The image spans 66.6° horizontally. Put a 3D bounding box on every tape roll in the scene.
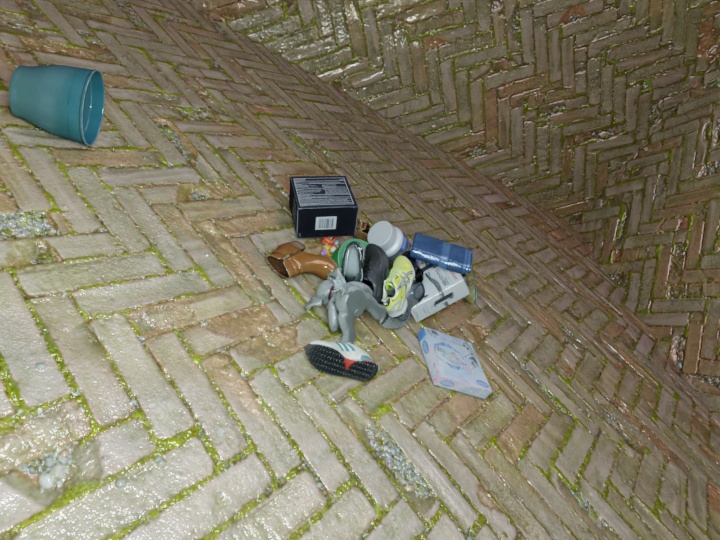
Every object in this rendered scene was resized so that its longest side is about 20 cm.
[{"bbox_3d":[0.000,0.000,1.699,0.199,0.048,0.202,21,53,-30],"label":"tape roll"}]

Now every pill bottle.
[{"bbox_3d":[0.113,-0.077,1.835,0.200,0.114,0.114,38,17,-48],"label":"pill bottle"}]

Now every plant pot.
[{"bbox_3d":[-0.802,-0.448,1.446,0.186,0.201,0.201,9,34,-14],"label":"plant pot"}]

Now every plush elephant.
[{"bbox_3d":[-0.059,0.082,1.495,0.154,0.165,0.201,15,-38,52],"label":"plush elephant"}]

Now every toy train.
[{"bbox_3d":[-0.054,-0.066,1.804,0.199,0.056,0.150,35,28,1],"label":"toy train"}]

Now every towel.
[{"bbox_3d":[0.253,-0.049,1.722,0.198,0.049,0.112,19,38,4],"label":"towel"}]

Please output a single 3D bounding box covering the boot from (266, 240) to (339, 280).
[{"bbox_3d":[-0.164,-0.007,1.582,0.199,0.074,0.155,29,26,12],"label":"boot"}]

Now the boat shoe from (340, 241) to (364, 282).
[{"bbox_3d":[-0.028,0.017,1.577,0.075,0.202,0.060,0,1,12],"label":"boat shoe"}]

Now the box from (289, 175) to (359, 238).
[{"bbox_3d":[-0.126,-0.213,1.815,0.198,0.124,0.199,-3,41,-14],"label":"box"}]

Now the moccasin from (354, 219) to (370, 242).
[{"bbox_3d":[0.010,-0.146,1.972,0.201,0.078,0.074,42,29,12],"label":"moccasin"}]

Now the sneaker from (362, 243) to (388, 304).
[{"bbox_3d":[0.036,0.007,1.640,0.090,0.076,0.202,8,59,-33],"label":"sneaker"}]

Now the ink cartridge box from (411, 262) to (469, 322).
[{"bbox_3d":[0.230,0.052,1.773,0.084,0.199,0.145,58,5,-47],"label":"ink cartridge box"}]

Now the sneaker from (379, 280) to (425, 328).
[{"bbox_3d":[0.118,0.106,1.684,0.200,0.087,0.075,-44,120,-34],"label":"sneaker"}]

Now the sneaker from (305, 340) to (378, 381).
[{"bbox_3d":[-0.054,0.215,1.381,0.198,0.071,0.093,20,14,-22],"label":"sneaker"}]

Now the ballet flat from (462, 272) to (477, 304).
[{"bbox_3d":[0.411,0.068,2.110,0.070,0.071,0.200,31,29,-8],"label":"ballet flat"}]

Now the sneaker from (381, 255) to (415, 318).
[{"bbox_3d":[0.107,0.035,1.578,0.076,0.075,0.201,48,40,-42],"label":"sneaker"}]

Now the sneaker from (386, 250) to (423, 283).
[{"bbox_3d":[0.161,-0.003,1.714,0.075,0.106,0.200,65,34,-23],"label":"sneaker"}]

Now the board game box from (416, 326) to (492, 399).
[{"bbox_3d":[0.282,0.279,1.658,0.199,0.043,0.200,21,31,-26],"label":"board game box"}]
